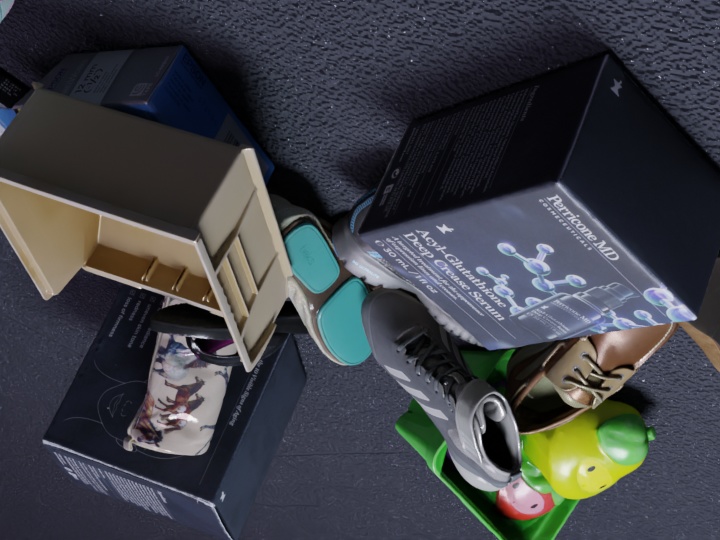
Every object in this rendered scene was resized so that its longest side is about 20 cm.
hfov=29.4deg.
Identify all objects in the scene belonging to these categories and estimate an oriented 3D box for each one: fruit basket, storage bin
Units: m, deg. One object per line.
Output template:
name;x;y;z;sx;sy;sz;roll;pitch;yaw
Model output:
fruit basket;0.161;0.169;1.255;0.215;0.156;0.216;35;167;9
storage bin;-0.170;-0.029;1.068;0.198;0.094;0.199;17;150;19

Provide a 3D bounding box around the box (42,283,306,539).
box;-0.186;0.143;1.422;0.194;0.202;0.124;16;154;17

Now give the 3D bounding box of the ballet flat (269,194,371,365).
ballet flat;-0.038;0.005;1.186;0.062;0.067;0.201;40;163;40

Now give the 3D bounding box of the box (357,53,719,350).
box;0.124;-0.038;0.935;0.148;0.108;0.199;40;149;-26

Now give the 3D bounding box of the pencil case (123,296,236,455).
pencil case;-0.163;0.080;1.295;0.088;0.203;0.078;14;-176;-13

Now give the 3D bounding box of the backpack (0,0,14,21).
backpack;-0.338;-0.215;0.992;0.198;0.128;0.167;1;156;38

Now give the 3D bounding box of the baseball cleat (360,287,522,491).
baseball cleat;0.076;0.089;1.148;0.201;0.069;0.107;53;160;6

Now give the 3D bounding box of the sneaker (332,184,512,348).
sneaker;0.078;-0.003;1.076;0.198;0.074;0.082;24;131;-22

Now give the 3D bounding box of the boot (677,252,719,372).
boot;0.266;0.032;1.011;0.200;0.074;0.075;41;178;-40

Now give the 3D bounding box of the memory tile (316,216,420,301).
memory tile;0.000;0.000;1.211;0.198;0.017;0.154;7;148;33

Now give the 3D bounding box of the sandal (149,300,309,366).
sandal;-0.099;0.057;1.208;0.075;0.049;0.199;17;-169;41

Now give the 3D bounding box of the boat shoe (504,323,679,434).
boat shoe;0.184;0.078;1.107;0.075;0.074;0.200;30;141;-12

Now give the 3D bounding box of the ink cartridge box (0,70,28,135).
ink cartridge box;-0.370;-0.140;1.250;0.099;0.040;0.199;36;150;-21

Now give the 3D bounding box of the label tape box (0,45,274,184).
label tape box;-0.189;-0.109;1.124;0.198;0.067;0.144;6;147;39
